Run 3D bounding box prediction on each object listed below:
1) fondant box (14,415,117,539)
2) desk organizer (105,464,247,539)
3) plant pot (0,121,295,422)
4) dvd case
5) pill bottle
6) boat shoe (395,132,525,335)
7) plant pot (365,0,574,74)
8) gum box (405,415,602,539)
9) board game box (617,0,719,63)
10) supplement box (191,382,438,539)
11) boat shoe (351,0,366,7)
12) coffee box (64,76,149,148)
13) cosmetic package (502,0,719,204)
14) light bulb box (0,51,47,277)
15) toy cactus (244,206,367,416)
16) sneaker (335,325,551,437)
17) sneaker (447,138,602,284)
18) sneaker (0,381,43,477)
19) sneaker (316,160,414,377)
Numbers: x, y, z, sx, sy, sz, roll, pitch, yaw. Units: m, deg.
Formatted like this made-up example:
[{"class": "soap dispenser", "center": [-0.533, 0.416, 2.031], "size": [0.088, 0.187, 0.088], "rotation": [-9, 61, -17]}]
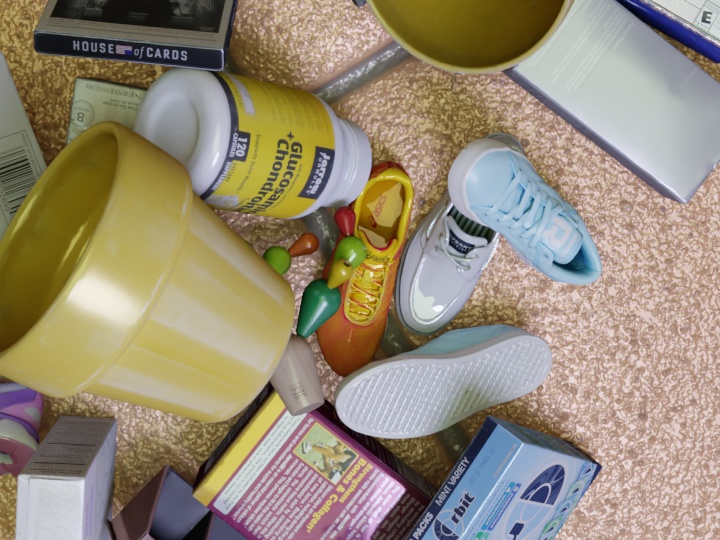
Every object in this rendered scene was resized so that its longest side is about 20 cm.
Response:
[{"class": "fondant box", "center": [-0.255, 0.220, 1.234], "size": [0.058, 0.200, 0.145], "rotation": [4, 98, -2]}, {"class": "desk organizer", "center": [-0.128, 0.270, 1.277], "size": [0.077, 0.072, 0.200], "rotation": [-45, 117, 1]}, {"class": "plant pot", "center": [-0.161, 0.019, 1.074], "size": [0.189, 0.201, 0.201], "rotation": [31, 96, -29]}, {"class": "dvd case", "center": [-0.178, -0.227, 1.185], "size": [0.150, 0.200, 0.025], "rotation": [5, 125, -2]}, {"class": "pill bottle", "center": [-0.085, -0.103, 1.197], "size": [0.112, 0.200, 0.113], "rotation": [-4, 84, 41]}, {"class": "boat shoe", "center": [0.087, -0.033, 1.277], "size": [0.073, 0.067, 0.201], "rotation": [22, 96, -4]}, {"class": "plant pot", "center": [0.113, -0.281, 1.193], "size": [0.199, 0.142, 0.201], "rotation": [14, 120, 26]}, {"class": "gum box", "center": [0.120, 0.221, 1.251], "size": [0.045, 0.200, 0.170], "rotation": [36, 95, 30]}, {"class": "board game box", "center": [0.305, -0.305, 1.232], "size": [0.159, 0.097, 0.200], "rotation": [29, 96, -5]}, {"class": "supplement box", "center": [-0.034, 0.202, 1.286], "size": [0.200, 0.103, 0.131], "rotation": [39, 93, -5]}, {"class": "boat shoe", "center": [-0.051, -0.316, 1.235], "size": [0.064, 0.071, 0.200], "rotation": [-45, 98, 3]}, {"class": "coffee box", "center": [-0.206, -0.063, 1.259], "size": [0.114, 0.080, 0.201], "rotation": [9, 97, -3]}, {"class": "cosmetic package", "center": [0.235, -0.159, 1.257], "size": [0.200, 0.090, 0.107], "rotation": [38, 95, -9]}, {"class": "light bulb box", "center": [-0.361, -0.054, 1.185], "size": [0.125, 0.200, 0.199], "rotation": [-26, 101, -42]}, {"class": "toy cactus", "center": [-0.073, 0.040, 1.210], "size": [0.199, 0.102, 0.166], "rotation": [-22, 75, -11]}, {"class": "sneaker", "center": [0.067, 0.097, 1.269], "size": [0.199, 0.082, 0.074], "rotation": [-10, 102, -16]}, {"class": "sneaker", "center": [0.152, -0.048, 1.217], "size": [0.200, 0.082, 0.074], "rotation": [33, 87, -48]}, {"class": "sneaker", "center": [-0.370, 0.135, 1.288], "size": [0.199, 0.089, 0.081], "rotation": [-2, 139, 17]}, {"class": "sneaker", "center": [0.000, 0.000, 1.275], "size": [0.073, 0.077, 0.201], "rotation": [9, 99, -4]}]
